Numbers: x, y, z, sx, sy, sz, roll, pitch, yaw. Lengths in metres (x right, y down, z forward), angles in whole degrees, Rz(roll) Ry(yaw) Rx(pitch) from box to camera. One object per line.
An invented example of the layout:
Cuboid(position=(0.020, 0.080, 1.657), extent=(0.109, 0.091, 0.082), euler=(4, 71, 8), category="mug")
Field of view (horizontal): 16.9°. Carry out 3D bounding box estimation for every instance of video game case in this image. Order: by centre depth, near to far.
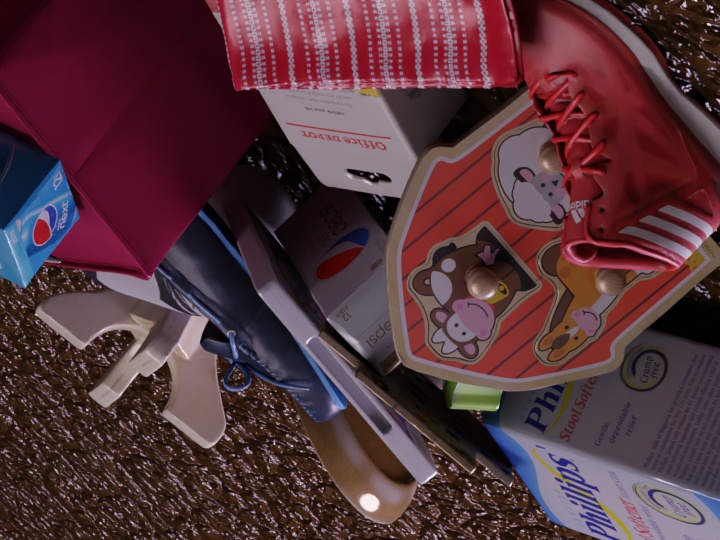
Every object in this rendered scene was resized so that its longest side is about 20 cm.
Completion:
Cuboid(position=(-0.022, 0.049, 1.720), extent=(0.200, 0.018, 0.143), euler=(51, -175, -27), category="video game case")

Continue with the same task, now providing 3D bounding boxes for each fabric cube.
Cuboid(position=(-0.195, -0.135, 1.639), extent=(0.196, 0.199, 0.200), euler=(6, 142, 45), category="fabric cube")

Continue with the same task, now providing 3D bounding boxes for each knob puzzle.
Cuboid(position=(0.103, -0.003, 1.521), extent=(0.220, 0.220, 0.030), euler=(47, -171, -22), category="knob puzzle")

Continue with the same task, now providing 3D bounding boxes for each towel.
Cuboid(position=(-0.001, -0.173, 1.423), extent=(0.200, 0.022, 0.145), euler=(1, 113, 27), category="towel")

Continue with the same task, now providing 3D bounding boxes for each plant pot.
Cuboid(position=(-0.002, 0.094, 1.847), extent=(0.027, 0.200, 0.200), euler=(-23, 126, 20), category="plant pot")

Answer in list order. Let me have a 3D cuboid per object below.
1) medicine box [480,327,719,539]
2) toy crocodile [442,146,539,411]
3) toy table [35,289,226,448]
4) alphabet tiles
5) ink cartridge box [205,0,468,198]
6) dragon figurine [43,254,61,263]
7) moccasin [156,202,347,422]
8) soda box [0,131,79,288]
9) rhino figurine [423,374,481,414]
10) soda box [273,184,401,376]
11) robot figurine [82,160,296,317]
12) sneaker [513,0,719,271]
Cuboid(position=(0.210, 0.124, 1.657), extent=(0.200, 0.103, 0.182), euler=(16, 159, 29), category="medicine box")
Cuboid(position=(0.094, -0.001, 1.565), extent=(0.067, 0.200, 0.062), euler=(9, -165, -24), category="toy crocodile")
Cuboid(position=(-0.164, 0.047, 2.010), extent=(0.184, 0.117, 0.200), euler=(34, 156, 4), category="toy table")
Cuboid(position=(0.040, 0.088, 1.666), extent=(0.167, 0.008, 0.200), euler=(40, -173, -2), category="alphabet tiles")
Cuboid(position=(-0.012, -0.138, 1.560), extent=(0.116, 0.068, 0.200), euler=(12, 144, 41), category="ink cartridge box")
Cuboid(position=(-0.271, -0.019, 1.632), extent=(0.200, 0.100, 0.059), euler=(-21, 120, 39), category="dragon figurine")
Cuboid(position=(-0.088, 0.032, 1.725), extent=(0.200, 0.068, 0.080), euler=(52, -174, -9), category="moccasin")
Cuboid(position=(-0.283, -0.068, 1.557), extent=(0.200, 0.064, 0.068), euler=(25, 153, 21), category="soda box")
Cuboid(position=(0.086, 0.065, 1.798), extent=(0.200, 0.060, 0.087), euler=(2, 143, 44), category="rhino figurine")
Cuboid(position=(0.000, 0.000, 1.680), extent=(0.064, 0.068, 0.200), euler=(46, -177, -21), category="soda box")
Cuboid(position=(-0.140, -0.032, 1.831), extent=(0.200, 0.150, 0.125), euler=(16, 104, 35), category="robot figurine")
Cuboid(position=(0.134, -0.079, 1.425), extent=(0.200, 0.116, 0.078), euler=(39, 155, -6), category="sneaker")
